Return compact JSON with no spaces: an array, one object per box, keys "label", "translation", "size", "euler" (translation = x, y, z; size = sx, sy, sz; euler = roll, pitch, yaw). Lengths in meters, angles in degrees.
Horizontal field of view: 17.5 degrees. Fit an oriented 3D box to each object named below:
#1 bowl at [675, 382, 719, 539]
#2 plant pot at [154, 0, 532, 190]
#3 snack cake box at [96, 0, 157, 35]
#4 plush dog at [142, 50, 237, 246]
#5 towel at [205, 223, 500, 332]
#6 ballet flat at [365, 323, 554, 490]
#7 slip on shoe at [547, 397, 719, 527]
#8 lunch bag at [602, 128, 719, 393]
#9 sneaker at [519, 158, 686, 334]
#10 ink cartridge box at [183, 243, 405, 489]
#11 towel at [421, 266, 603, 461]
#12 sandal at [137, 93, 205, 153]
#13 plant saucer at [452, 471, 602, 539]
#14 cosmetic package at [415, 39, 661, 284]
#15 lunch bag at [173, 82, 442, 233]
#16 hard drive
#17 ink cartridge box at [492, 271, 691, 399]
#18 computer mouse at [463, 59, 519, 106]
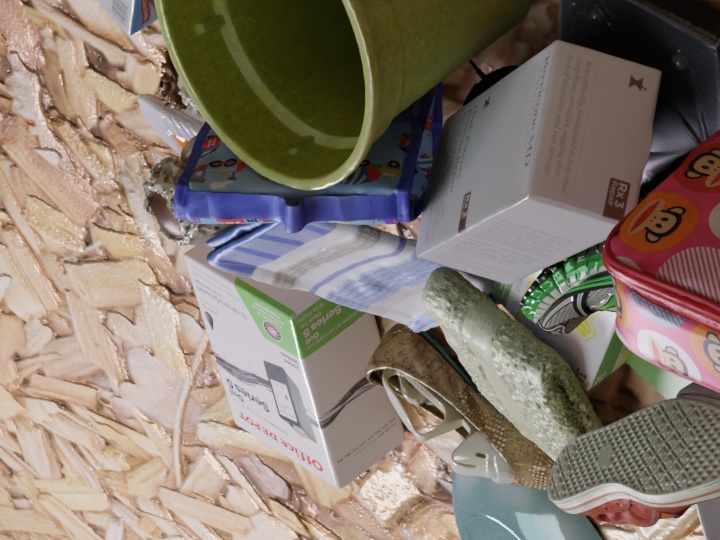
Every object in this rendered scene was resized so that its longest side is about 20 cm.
[{"label":"bowl","translation":[0.306,0.151,1.488],"size":[0.200,0.075,0.200],"euler":[24,141,47]},{"label":"plant pot","translation":[0.004,-0.177,1.446],"size":[0.200,0.184,0.201],"euler":[33,138,36]},{"label":"snack cake box","translation":[-0.178,-0.286,1.769],"size":[0.115,0.067,0.200],"euler":[48,153,16]},{"label":"plush dog","translation":[-0.077,-0.132,1.746],"size":[0.200,0.160,0.172],"euler":[-34,74,50]},{"label":"towel","translation":[0.000,0.000,1.727],"size":[0.200,0.024,0.147],"euler":[18,160,-25]},{"label":"ballet flat","translation":[0.080,0.122,1.836],"size":[0.200,0.065,0.071],"euler":[40,162,28]},{"label":"slip on shoe","translation":[0.196,0.129,1.503],"size":[0.061,0.074,0.200],"euler":[26,157,-20]},{"label":"lunch bag","translation":[0.247,-0.010,1.245],"size":[0.176,0.200,0.082],"euler":[26,145,39]},{"label":"sneaker","translation":[0.168,0.007,1.440],"size":[0.085,0.078,0.200],"euler":[49,151,-4]},{"label":"ink cartridge box","translation":[-0.054,0.066,1.972],"size":[0.145,0.084,0.200],"euler":[29,145,41]},{"label":"towel","translation":[0.120,0.086,1.697],"size":[0.148,0.036,0.200],"euler":[39,168,36]},{"label":"sandal","translation":[-0.078,-0.100,1.851],"size":[0.206,0.059,0.079],"euler":[26,165,9]},{"label":"plant saucer","translation":[0.135,0.234,1.916],"size":[0.201,0.039,0.201],"euler":[39,150,28]},{"label":"cosmetic package","translation":[0.104,-0.061,1.415],"size":[0.074,0.102,0.200],"euler":[15,165,-13]},{"label":"lunch bag","translation":[-0.031,-0.066,1.525],"size":[0.150,0.200,0.094],"euler":[2,113,8]},{"label":"hard drive","translation":[0.182,-0.094,1.429],"size":[0.135,0.042,0.200],"euler":[34,149,34]},{"label":"ink cartridge box","translation":[0.182,0.035,1.585],"size":[0.200,0.048,0.146],"euler":[47,153,20]},{"label":"computer mouse","translation":[0.075,-0.132,1.555],"size":[0.200,0.059,0.034],"euler":[52,176,10]}]
